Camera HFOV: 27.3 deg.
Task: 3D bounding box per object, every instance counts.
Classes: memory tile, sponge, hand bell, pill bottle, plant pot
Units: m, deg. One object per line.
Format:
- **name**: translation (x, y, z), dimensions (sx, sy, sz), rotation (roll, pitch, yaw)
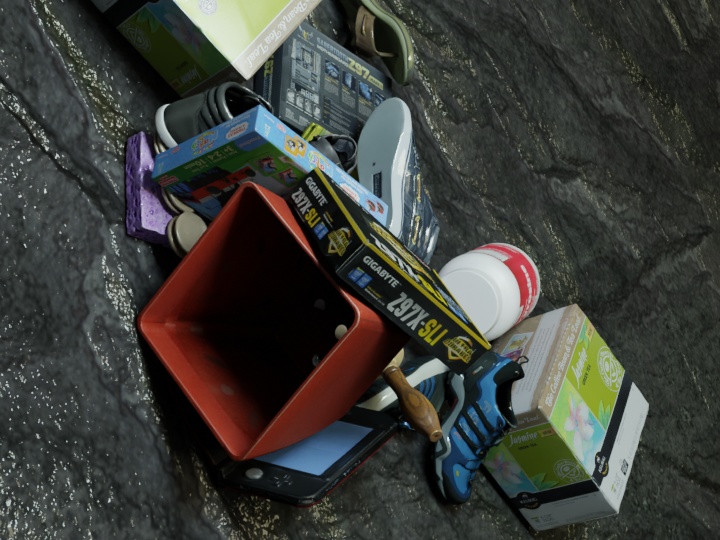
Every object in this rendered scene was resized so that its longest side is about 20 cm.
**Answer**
- **memory tile**: translation (-0.144, -0.081, 1.618), dimensions (0.200, 0.017, 0.153), rotation (2, 72, -53)
- **sponge**: translation (-0.171, -0.068, 1.615), dimensions (0.200, 0.030, 0.112), rotation (20, 59, -45)
- **hand bell**: translation (0.040, 0.121, 1.648), dimensions (0.104, 0.104, 0.200), rotation (26, 19, -42)
- **pill bottle**: translation (0.154, 0.029, 1.867), dimensions (0.112, 0.112, 0.200), rotation (69, 19, 0)
- **plant pot**: translation (-0.067, 0.058, 1.506), dimensions (0.200, 0.200, 0.176), rotation (50, 20, 28)

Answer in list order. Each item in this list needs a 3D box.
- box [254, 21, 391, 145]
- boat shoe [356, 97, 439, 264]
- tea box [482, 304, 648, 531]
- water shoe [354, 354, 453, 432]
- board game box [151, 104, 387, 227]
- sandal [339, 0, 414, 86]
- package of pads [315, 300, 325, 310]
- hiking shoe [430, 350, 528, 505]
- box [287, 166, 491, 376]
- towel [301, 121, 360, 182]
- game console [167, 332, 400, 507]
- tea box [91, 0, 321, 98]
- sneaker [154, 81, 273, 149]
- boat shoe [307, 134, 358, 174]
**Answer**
- **box**: translation (-0.043, -0.205, 1.823), dimensions (0.200, 0.051, 0.158), rotation (27, 54, -42)
- **boat shoe**: translation (0.047, -0.101, 1.759), dimensions (0.091, 0.071, 0.200), rotation (30, 56, -44)
- **tea box**: translation (0.253, 0.190, 1.924), dimensions (0.197, 0.134, 0.200), rotation (51, 40, -22)
- **water shoe**: translation (0.058, 0.157, 1.760), dimensions (0.200, 0.071, 0.079), rotation (-22, 96, -53)
- **board game box**: translation (-0.092, -0.081, 1.541), dimensions (0.200, 0.151, 0.037), rotation (35, 48, -38)
- **sandal**: translation (0.007, -0.307, 1.901), dimensions (0.057, 0.080, 0.201), rotation (-25, 62, -22)
- **package of pads**: translation (0.000, 0.000, 1.759), dimensions (0.200, 0.076, 0.121), rotation (24, 53, -44)
- **hiking shoe**: translation (0.142, 0.192, 1.785), dimensions (0.074, 0.087, 0.200), rotation (-10, 111, -60)
- **box**: translation (0.028, 0.001, 1.472), dimensions (0.200, 0.049, 0.160), rotation (40, 11, -35)
- **towel**: translation (-0.014, -0.102, 1.799), dimensions (0.200, 0.086, 0.018), rotation (30, 12, -41)
- **game console**: translation (-0.076, 0.142, 1.568), dimensions (0.200, 0.172, 0.119), rotation (-34, 127, -52)
- **tea box**: translation (-0.158, -0.318, 1.606), dimensions (0.197, 0.134, 0.200), rotation (47, 59, -14)
- **sneaker**: translation (-0.115, -0.127, 1.580), dimensions (0.200, 0.099, 0.071), rotation (37, 45, -39)
- **boat shoe**: translation (-0.034, -0.124, 1.648), dimensions (0.070, 0.066, 0.200), rotation (58, 10, 5)
